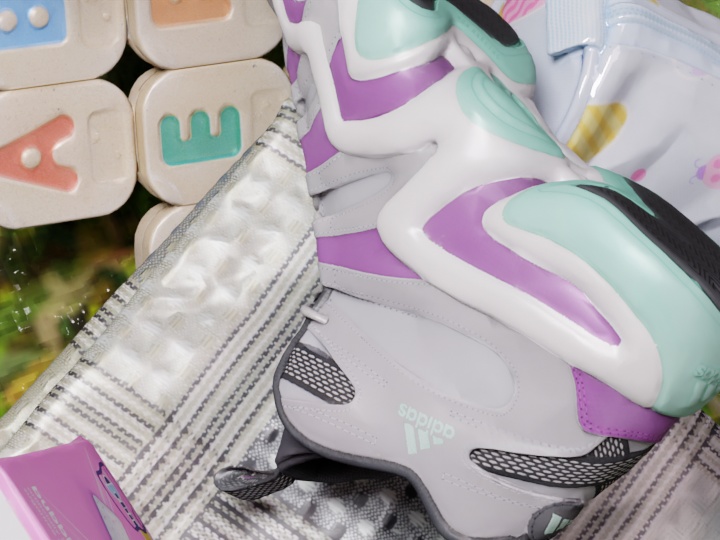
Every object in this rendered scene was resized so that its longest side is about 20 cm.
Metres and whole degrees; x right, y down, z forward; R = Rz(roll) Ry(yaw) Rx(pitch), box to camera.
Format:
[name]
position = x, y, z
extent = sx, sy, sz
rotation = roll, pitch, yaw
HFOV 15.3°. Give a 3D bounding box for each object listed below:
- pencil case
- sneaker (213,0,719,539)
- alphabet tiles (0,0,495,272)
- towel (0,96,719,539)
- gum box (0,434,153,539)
[pencil case]
position = 0.124, -0.027, 0.805
extent = 0.199, 0.091, 0.084
rotation = 19, 71, -23
[sneaker]
position = 0.000, 0.000, 0.717
extent = 0.078, 0.140, 0.200
rotation = 20, 25, -48
[alphabet tiles]
position = -0.023, -0.084, 0.779
extent = 0.195, 0.015, 0.201
rotation = -10, 106, -26
[towel]
position = -0.007, 0.077, 0.741
extent = 0.192, 0.035, 0.200
rotation = 40, 76, 2
[gum box]
position = -0.049, 0.143, 0.654
extent = 0.066, 0.113, 0.201
rotation = -34, 86, 4
